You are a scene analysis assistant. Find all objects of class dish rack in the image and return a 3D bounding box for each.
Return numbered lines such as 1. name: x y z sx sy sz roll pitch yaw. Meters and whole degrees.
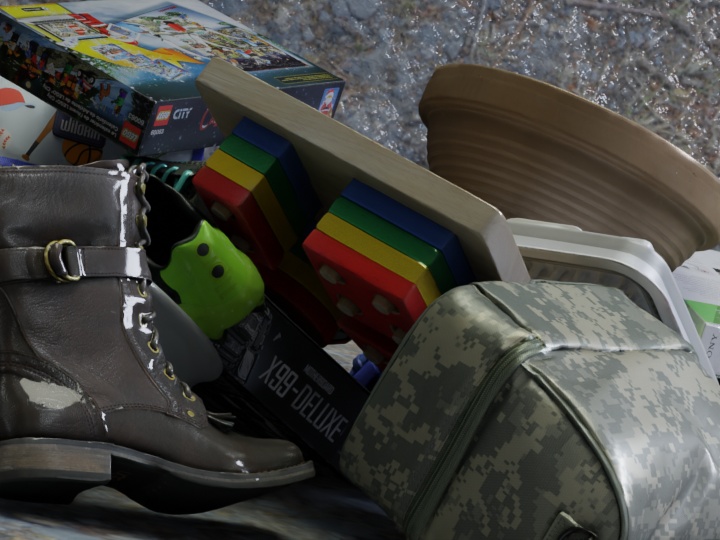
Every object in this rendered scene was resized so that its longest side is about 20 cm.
1. dish rack: 0.129 0.039 1.655 0.172 0.044 0.200 10 -36 34

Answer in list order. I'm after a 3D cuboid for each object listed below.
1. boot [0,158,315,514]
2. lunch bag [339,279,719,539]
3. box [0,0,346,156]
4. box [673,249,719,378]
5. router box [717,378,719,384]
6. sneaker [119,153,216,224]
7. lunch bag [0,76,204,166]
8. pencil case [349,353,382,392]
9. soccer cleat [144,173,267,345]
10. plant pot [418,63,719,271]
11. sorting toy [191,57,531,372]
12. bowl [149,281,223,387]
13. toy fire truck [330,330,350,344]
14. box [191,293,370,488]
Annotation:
1. boot: -0.111 0.028 1.426 0.200 0.174 0.069 8 -20 -36
2. lunch bag: 0.113 0.102 1.474 0.168 0.139 0.200 39 19 31
3. box: -0.121 -0.124 1.780 0.137 0.038 0.200 31 23 27
4. box: 0.242 0.030 1.778 0.144 0.036 0.200 12 13 -15
5. router box: 0.242 0.068 1.811 0.149 0.051 0.200 15 13 -15
6. sneaker: -0.120 -0.035 1.720 0.091 0.078 0.200 29 -19 -10
7. lunch bag: -0.195 -0.048 1.861 0.170 0.200 0.124 14 5 -11
8. pencil case: 0.037 0.079 1.785 0.087 0.078 0.200 43 9 5
9. soccer cleat: -0.122 -0.024 1.568 0.200 0.068 0.081 25 -29 51
10. plant pot: 0.115 -0.038 1.716 0.201 0.093 0.201 25 -10 5
11. sorting toy: 0.000 0.000 1.571 0.200 0.070 0.199 29 -18 28
12. bowl: -0.179 0.029 1.544 0.201 0.090 0.201 34 -14 9
13. toy fire truck: 0.018 -0.005 1.853 0.176 0.129 0.200 -5 -15 35
14. box: -0.090 0.043 1.678 0.200 0.050 0.158 20 -18 50
